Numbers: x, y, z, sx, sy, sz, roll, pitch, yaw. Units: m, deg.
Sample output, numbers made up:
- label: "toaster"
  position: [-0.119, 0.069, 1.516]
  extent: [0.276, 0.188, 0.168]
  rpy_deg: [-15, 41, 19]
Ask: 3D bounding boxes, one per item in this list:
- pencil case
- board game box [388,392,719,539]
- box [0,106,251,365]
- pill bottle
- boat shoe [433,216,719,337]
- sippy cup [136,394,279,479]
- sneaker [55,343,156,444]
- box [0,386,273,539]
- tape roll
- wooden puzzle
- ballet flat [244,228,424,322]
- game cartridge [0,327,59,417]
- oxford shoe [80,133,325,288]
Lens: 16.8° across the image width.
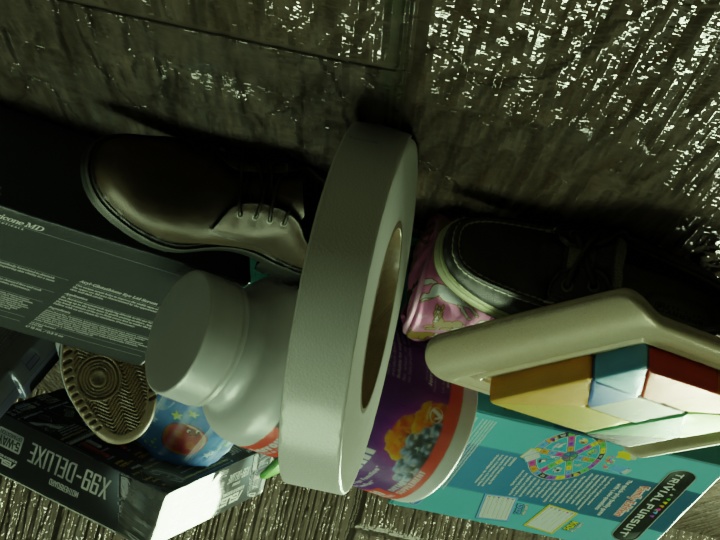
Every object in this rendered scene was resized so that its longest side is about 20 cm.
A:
- label: "pencil case"
  position: [0.127, 0.024, 1.558]
  extent: [0.198, 0.083, 0.087]
  rpy_deg: [12, 171, -4]
- label: "board game box"
  position: [0.137, 0.131, 1.711]
  extent: [0.199, 0.047, 0.151]
  rpy_deg: [13, 146, -14]
- label: "box"
  position: [-0.191, -0.020, 1.592]
  extent: [0.199, 0.079, 0.141]
  rpy_deg: [18, 147, -33]
- label: "pill bottle"
  position: [-0.033, 0.070, 1.572]
  extent: [0.199, 0.112, 0.111]
  rpy_deg: [21, 168, -28]
- label: "boat shoe"
  position: [0.144, 0.002, 1.476]
  extent: [0.199, 0.074, 0.065]
  rpy_deg: [14, 153, -15]
- label: "sippy cup"
  position: [-0.117, 0.073, 1.840]
  extent: [0.139, 0.179, 0.131]
  rpy_deg: [16, 128, -27]
- label: "sneaker"
  position: [-0.210, 0.030, 1.809]
  extent: [0.070, 0.201, 0.108]
  rpy_deg: [-22, -174, -15]
- label: "box"
  position: [-0.177, 0.142, 1.907]
  extent: [0.157, 0.050, 0.200]
  rpy_deg: [24, -164, 18]
- label: "tape roll"
  position: [-0.005, 0.022, 1.346]
  extent: [0.037, 0.204, 0.203]
  rpy_deg: [12, 171, 7]
- label: "wooden puzzle"
  position: [0.167, 0.073, 1.495]
  extent: [0.199, 0.038, 0.184]
  rpy_deg: [25, 153, -36]
- label: "ballet flat"
  position: [0.000, 0.000, 1.648]
  extent: [0.199, 0.073, 0.072]
  rpy_deg: [6, 171, 10]
- label: "game cartridge"
  position: [-0.270, 0.037, 1.887]
  extent: [0.129, 0.200, 0.039]
  rpy_deg: [10, 136, 33]
- label: "oxford shoe"
  position: [-0.074, -0.047, 1.478]
  extent: [0.199, 0.073, 0.084]
  rpy_deg: [14, 157, -31]
